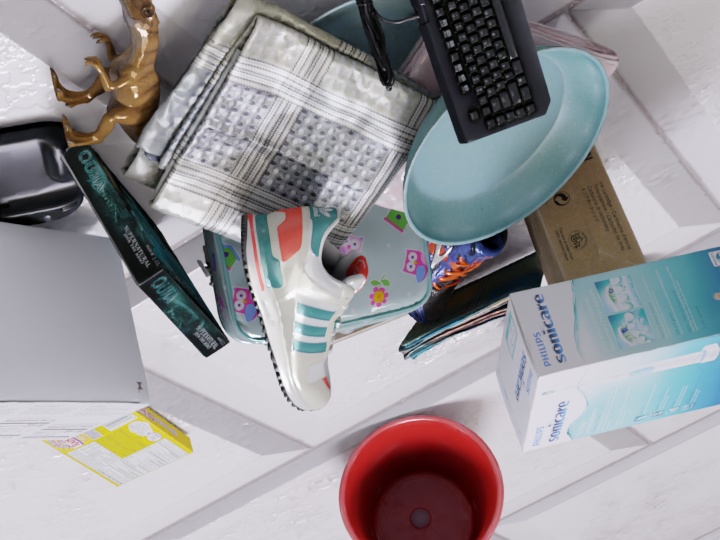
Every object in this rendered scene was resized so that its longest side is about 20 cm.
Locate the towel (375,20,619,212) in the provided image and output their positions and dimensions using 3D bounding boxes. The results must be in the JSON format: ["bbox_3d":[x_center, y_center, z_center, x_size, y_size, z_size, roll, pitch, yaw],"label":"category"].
[{"bbox_3d":[0.094,-0.125,1.256,0.191,0.032,0.200,12,127,-37],"label":"towel"}]

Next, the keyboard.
[{"bbox_3d":[0.054,-0.190,1.099,0.127,0.201,0.021,-20,-170,0],"label":"keyboard"}]

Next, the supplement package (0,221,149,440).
[{"bbox_3d":[-0.293,0.052,1.250,0.111,0.156,0.200,-23,163,30],"label":"supplement package"}]

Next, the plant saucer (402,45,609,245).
[{"bbox_3d":[0.110,-0.107,1.213,0.200,0.036,0.200,-25,145,-19],"label":"plant saucer"}]

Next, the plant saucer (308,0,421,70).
[{"bbox_3d":[0.004,-0.156,1.228,0.200,0.039,0.201,-16,141,-14],"label":"plant saucer"}]

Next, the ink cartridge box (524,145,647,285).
[{"bbox_3d":[0.204,-0.029,1.401,0.075,0.200,0.165,-19,150,2],"label":"ink cartridge box"}]

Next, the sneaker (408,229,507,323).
[{"bbox_3d":[0.092,-0.026,1.408,0.075,0.078,0.200,-16,138,-42],"label":"sneaker"}]

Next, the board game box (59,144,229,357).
[{"bbox_3d":[-0.175,-0.014,1.248,0.028,0.135,0.200,-33,159,-3],"label":"board game box"}]

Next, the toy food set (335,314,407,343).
[{"bbox_3d":[0.000,0.000,1.471,0.143,0.061,0.200,-21,150,4],"label":"toy food set"}]

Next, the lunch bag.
[{"bbox_3d":[-0.042,-0.017,1.322,0.199,0.161,0.077,-11,-173,-17],"label":"lunch bag"}]

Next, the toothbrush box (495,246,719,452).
[{"bbox_3d":[0.225,0.069,1.289,0.199,0.085,0.147,-14,150,-7],"label":"toothbrush box"}]

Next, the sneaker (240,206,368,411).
[{"bbox_3d":[-0.033,0.032,1.224,0.093,0.070,0.200,-13,125,3],"label":"sneaker"}]

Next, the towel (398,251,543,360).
[{"bbox_3d":[0.120,0.032,1.515,0.146,0.022,0.200,-25,-174,15],"label":"towel"}]

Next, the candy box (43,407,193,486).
[{"bbox_3d":[-0.270,0.178,1.638,0.102,0.026,0.200,-23,149,10],"label":"candy box"}]

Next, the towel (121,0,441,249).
[{"bbox_3d":[-0.063,-0.100,1.178,0.200,0.035,0.193,24,120,-25],"label":"towel"}]

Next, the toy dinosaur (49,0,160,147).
[{"bbox_3d":[-0.180,-0.126,1.168,0.106,0.061,0.200,-14,149,-12],"label":"toy dinosaur"}]

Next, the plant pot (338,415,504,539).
[{"bbox_3d":[0.077,0.297,1.886,0.200,0.201,0.177,-17,159,-3],"label":"plant pot"}]

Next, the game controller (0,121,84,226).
[{"bbox_3d":[-0.322,-0.068,1.214,0.199,0.042,0.105,-12,134,-14],"label":"game controller"}]
